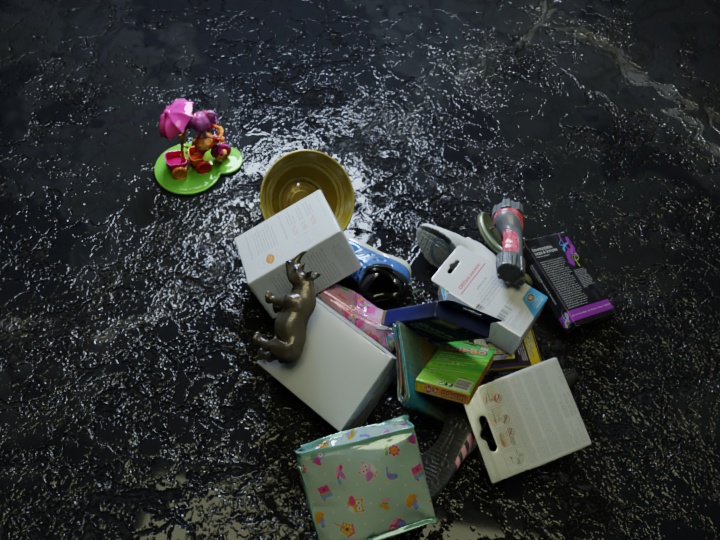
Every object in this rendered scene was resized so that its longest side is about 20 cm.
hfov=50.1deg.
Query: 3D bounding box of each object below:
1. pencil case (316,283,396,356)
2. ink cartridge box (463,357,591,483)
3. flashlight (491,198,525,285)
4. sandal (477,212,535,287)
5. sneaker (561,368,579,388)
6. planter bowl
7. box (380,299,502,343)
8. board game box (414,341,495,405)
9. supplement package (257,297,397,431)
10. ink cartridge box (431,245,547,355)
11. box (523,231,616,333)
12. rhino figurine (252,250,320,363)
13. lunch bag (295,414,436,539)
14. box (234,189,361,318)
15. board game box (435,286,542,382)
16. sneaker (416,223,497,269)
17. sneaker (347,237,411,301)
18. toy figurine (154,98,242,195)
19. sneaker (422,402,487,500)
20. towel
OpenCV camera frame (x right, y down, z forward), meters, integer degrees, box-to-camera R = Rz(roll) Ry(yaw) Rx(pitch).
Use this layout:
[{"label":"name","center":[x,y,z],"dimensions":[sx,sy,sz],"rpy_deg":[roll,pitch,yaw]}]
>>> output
[{"label":"pencil case","center":[0.002,0.094,1.474],"dimensions":[0.198,0.088,0.088],"rpy_deg":[29,58,16]},{"label":"ink cartridge box","center":[0.281,0.259,1.336],"dimensions":[0.198,0.047,0.162],"rpy_deg":[-17,78,-14]},{"label":"flashlight","center":[0.285,-0.058,1.488],"dimensions":[0.067,0.069,0.201],"rpy_deg":[-3,37,15]},{"label":"sandal","center":[0.310,-0.048,1.588],"dimensions":[0.057,0.079,0.202],"rpy_deg":[-45,55,19]},{"label":"sneaker","center":[0.331,0.256,1.406],"dimensions":[0.199,0.076,0.091],"rpy_deg":[-33,73,-16]},{"label":"planter bowl","center":[-0.116,-0.146,1.609],"dimensions":[0.197,0.083,0.204],"rpy_deg":[0,92,-13]},{"label":"box","center":[0.138,0.091,1.337],"dimensions":[0.120,0.199,0.033],"rpy_deg":[22,70,-27]},{"label":"board game box","center":[0.170,0.170,1.347],"dimensions":[0.094,0.030,0.200],"rpy_deg":[13,24,19]},{"label":"supplement package","center":[-0.052,0.165,1.371],"dimensions":[0.199,0.111,0.157],"rpy_deg":[36,89,20]},{"label":"ink cartridge box","center":[0.238,0.053,1.463],"dimensions":[0.199,0.067,0.116],"rpy_deg":[33,57,17]},{"label":"box","center":[0.409,0.020,1.540],"dimensions":[0.142,0.036,0.202],"rpy_deg":[-10,65,-39]},{"label":"rhino figurine","center":[-0.119,0.064,1.321],"dimensions":[0.086,0.060,0.203],"rpy_deg":[12,83,25]},{"label":"lunch bag","center":[0.006,0.343,1.243],"dimensions":[0.197,0.122,0.173],"rpy_deg":[-15,91,-3]},{"label":"box","center":[-0.123,-0.033,1.479],"dimensions":[0.198,0.107,0.153],"rpy_deg":[-29,41,2]},{"label":"board game box","center":[0.245,0.116,1.496],"dimensions":[0.163,0.057,0.202],"rpy_deg":[-3,55,-9]},{"label":"sneaker","center":[0.205,-0.038,1.593],"dimensions":[0.199,0.075,0.087],"rpy_deg":[31,34,1]},{"label":"sneaker","center":[0.000,-0.001,1.525],"dimensions":[0.198,0.078,0.111],"rpy_deg":[20,24,3]},{"label":"toy figurine","center":[-0.353,-0.283,1.646],"dimensions":[0.197,0.185,0.151],"rpy_deg":[-14,57,-14]},{"label":"sneaker","center":[0.162,0.322,1.343],"dimensions":[0.070,0.082,0.201],"rpy_deg":[27,78,42]},{"label":"towel","center":[0.117,0.189,1.361],"dimensions":[0.021,0.200,0.148],"rpy_deg":[-20,58,27]}]
